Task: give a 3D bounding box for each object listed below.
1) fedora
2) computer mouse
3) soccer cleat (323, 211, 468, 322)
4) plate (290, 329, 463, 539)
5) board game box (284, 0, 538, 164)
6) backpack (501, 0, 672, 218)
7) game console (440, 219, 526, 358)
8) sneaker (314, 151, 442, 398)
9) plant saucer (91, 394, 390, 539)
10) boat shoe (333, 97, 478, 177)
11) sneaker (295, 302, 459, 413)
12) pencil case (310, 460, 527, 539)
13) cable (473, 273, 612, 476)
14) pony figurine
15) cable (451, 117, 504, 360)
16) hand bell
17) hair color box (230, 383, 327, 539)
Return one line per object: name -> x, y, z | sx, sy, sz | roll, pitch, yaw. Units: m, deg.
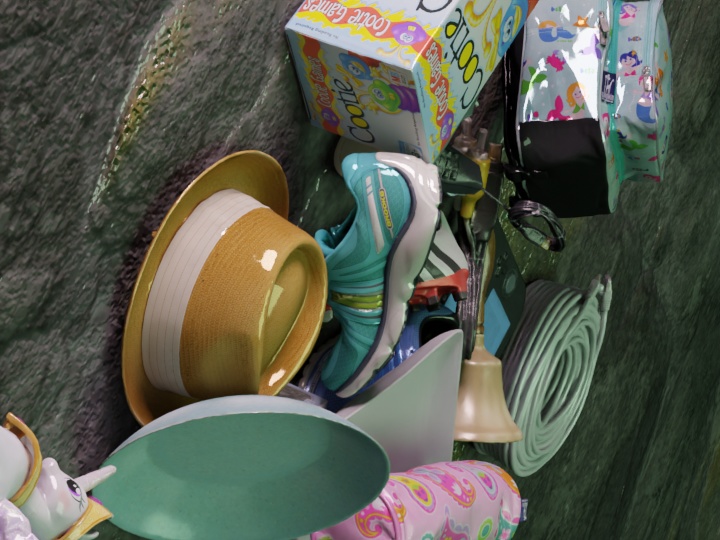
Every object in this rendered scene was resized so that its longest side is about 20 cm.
fedora -> -0.078, 0.025, 1.149 | 0.201, 0.081, 0.202 | -45, 147, -41
computer mouse -> 0.092, -0.055, 1.379 | 0.199, 0.058, 0.034 | 29, 63, -30
soccer cleat -> 0.010, -0.011, 1.339 | 0.199, 0.068, 0.086 | -1, 72, -47
plate -> 0.003, 0.161, 1.325 | 0.199, 0.032, 0.201 | -34, 140, -41
board game box -> 0.048, -0.191, 1.215 | 0.201, 0.102, 0.105 | -56, 153, -26
backpack -> 0.186, -0.163, 1.447 | 0.178, 0.149, 0.202 | 62, 23, -67
game console -> 0.090, 0.062, 1.598 | 0.201, 0.031, 0.177 | -60, 155, -20
sneaker -> 0.000, 0.000, 1.221 | 0.078, 0.079, 0.202 | -84, -171, -57
plant saucer -> -0.080, 0.127, 1.152 | 0.202, 0.199, 0.039 | 67, 14, -57
boat shoe -> 0.056, -0.136, 1.301 | 0.201, 0.072, 0.062 | -56, 135, -11
sneaker -> 0.015, 0.086, 1.386 | 0.200, 0.088, 0.079 | -52, 150, -33
pencil case -> 0.047, 0.188, 1.298 | 0.199, 0.087, 0.088 | 5, 105, -58
cable -> 0.183, 0.109, 1.784 | 0.200, 0.069, 0.202 | -42, 145, -44
pony figurine -> -0.213, 0.135, 0.911 | 0.194, 0.165, 0.201 | -62, 141, -32
cable -> 0.086, -0.030, 1.468 | 0.097, 0.050, 0.202 | -117, -143, -78
hand bell -> 0.100, 0.044, 1.517 | 0.104, 0.103, 0.203 | 2, 93, -64
hair color box -> -0.086, 0.191, 1.297 | 0.099, 0.060, 0.202 | -32, 136, -53
